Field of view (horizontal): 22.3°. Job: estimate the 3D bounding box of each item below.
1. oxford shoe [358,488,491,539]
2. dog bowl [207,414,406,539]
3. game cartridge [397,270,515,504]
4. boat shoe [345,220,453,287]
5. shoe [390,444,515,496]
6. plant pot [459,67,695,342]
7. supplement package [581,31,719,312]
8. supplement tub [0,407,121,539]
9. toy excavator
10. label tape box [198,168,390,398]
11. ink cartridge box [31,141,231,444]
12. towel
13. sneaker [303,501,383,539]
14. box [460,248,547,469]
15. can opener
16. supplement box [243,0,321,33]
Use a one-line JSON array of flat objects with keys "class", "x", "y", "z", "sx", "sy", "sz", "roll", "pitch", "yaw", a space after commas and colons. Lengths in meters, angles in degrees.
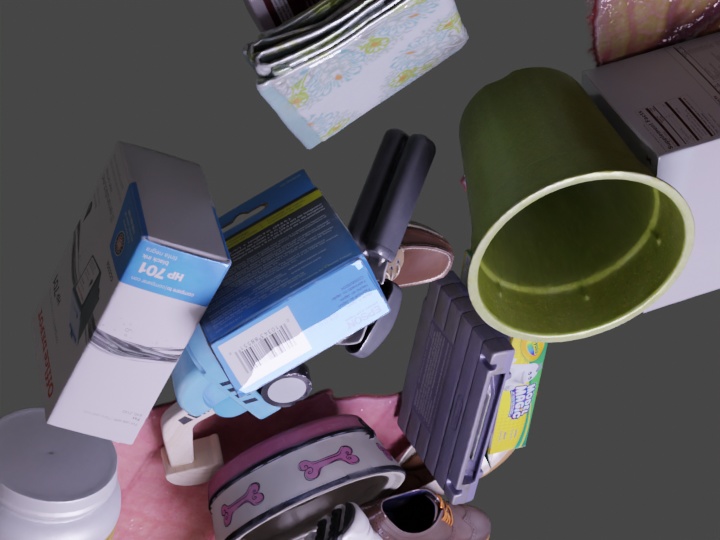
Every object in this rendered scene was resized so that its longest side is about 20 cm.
[{"class": "oxford shoe", "x": 0.071, "y": 0.257, "z": 1.835, "sx": 0.200, "sy": 0.071, "sz": 0.073, "roll": 2, "pitch": 146, "yaw": -45}, {"class": "dog bowl", "x": -0.060, "y": 0.209, "z": 1.778, "sx": 0.200, "sy": 0.074, "sz": 0.200, "roll": -23, "pitch": 163, "yaw": -7}, {"class": "game cartridge", "x": 0.091, "y": 0.113, "z": 1.780, "sx": 0.038, "sy": 0.130, "sz": 0.200, "roll": -7, "pitch": 132, "yaw": -23}, {"class": "boat shoe", "x": 0.000, "y": 0.000, "z": 1.669, "sx": 0.199, "sy": 0.072, "sz": 0.076, "roll": -3, "pitch": 130, "yaw": -27}, {"class": "shoe", "x": 0.091, "y": 0.193, "z": 1.890, "sx": 0.200, "sy": 0.070, "sz": 0.053, "roll": -39, "pitch": 157, "yaw": 10}, {"class": "plant pot", "x": 0.166, "y": -0.074, "z": 1.599, "sx": 0.199, "sy": 0.190, "sz": 0.200, "roll": -9, "pitch": 137, "yaw": -9}, {"class": "supplement package", "x": 0.322, "y": -0.099, "z": 1.706, "sx": 0.199, "sy": 0.147, "sz": 0.192, "roll": -17, "pitch": 134, "yaw": -15}, {"class": "supplement tub", "x": -0.297, "y": 0.238, "z": 1.665, "sx": 0.144, "sy": 0.145, "sz": 0.200, "roll": -3, "pitch": 129, "yaw": -27}, {"class": "toy excavator", "x": -0.138, "y": 0.108, "z": 1.690, "sx": 0.200, "sy": 0.100, "sz": 0.194, "roll": -28, "pitch": 139, "yaw": 16}, {"class": "label tape box", "x": -0.071, "y": 0.007, "z": 1.536, "sx": 0.144, "sy": 0.200, "sz": 0.063, "roll": -30, "pitch": 117, "yaw": -2}, {"class": "ink cartridge box", "x": -0.194, "y": 0.019, "z": 1.518, "sx": 0.086, "sy": 0.147, "sz": 0.200, "roll": 17, "pitch": 119, "yaw": -27}, {"class": "towel", "x": 0.002, "y": -0.177, "z": 1.477, "sx": 0.171, "sy": 0.048, "sz": 0.200, "roll": -30, "pitch": 165, "yaw": 3}, {"class": "sneaker", "x": -0.052, "y": 0.303, "z": 1.773, "sx": 0.200, "sy": 0.075, "sz": 0.081, "roll": -34, "pitch": 115, "yaw": 32}, {"class": "box", "x": 0.131, "y": 0.088, "z": 1.790, "sx": 0.048, "sy": 0.117, "sz": 0.200, "roll": -9, "pitch": 133, "yaw": -21}, {"class": "can opener", "x": 0.019, "y": -0.023, "z": 1.614, "sx": 0.067, "sy": 0.053, "sz": 0.201, "roll": 32, "pitch": 77, "yaw": -52}, {"class": "supplement box", "x": -0.010, "y": -0.273, "z": 1.427, "sx": 0.200, "sy": 0.061, "sz": 0.109, "roll": -29, "pitch": 138, "yaw": -2}]
